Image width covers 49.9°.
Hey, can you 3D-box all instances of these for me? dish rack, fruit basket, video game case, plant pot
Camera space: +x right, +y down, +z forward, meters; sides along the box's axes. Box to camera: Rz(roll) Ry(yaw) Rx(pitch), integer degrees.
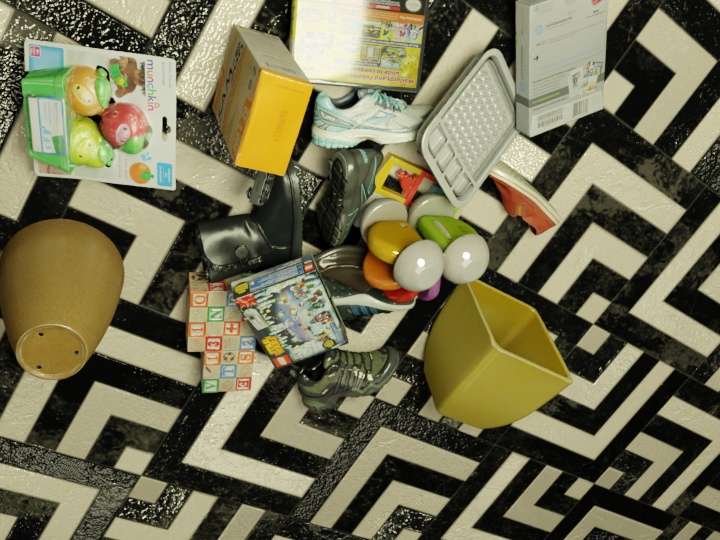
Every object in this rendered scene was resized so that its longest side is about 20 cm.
[{"bbox_3d":[0.164,-0.218,1.179,0.201,0.043,0.172,-52,136,-11],"label":"dish rack"},{"bbox_3d":[-0.346,-0.200,1.032,0.195,0.094,0.189,10,120,1],"label":"fruit basket"},{"bbox_3d":[-0.001,-0.351,1.080,0.195,0.026,0.185,1,108,-18],"label":"video game case"},{"bbox_3d":[-0.435,0.058,1.114,0.182,0.201,0.190,-8,124,-12],"label":"plant pot"},{"bbox_3d":[0.223,0.170,1.397,0.191,0.197,0.201,23,119,-28],"label":"plant pot"}]

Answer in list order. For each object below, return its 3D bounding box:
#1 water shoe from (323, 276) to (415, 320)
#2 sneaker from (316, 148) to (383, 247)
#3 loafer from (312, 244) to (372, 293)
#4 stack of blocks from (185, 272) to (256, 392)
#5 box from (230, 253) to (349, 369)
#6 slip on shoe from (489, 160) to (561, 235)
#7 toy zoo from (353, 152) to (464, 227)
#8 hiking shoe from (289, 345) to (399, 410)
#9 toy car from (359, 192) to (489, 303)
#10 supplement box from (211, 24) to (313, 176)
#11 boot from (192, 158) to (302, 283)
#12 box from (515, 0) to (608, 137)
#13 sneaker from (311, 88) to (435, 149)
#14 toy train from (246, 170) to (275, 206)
[{"bbox_3d":[-0.003,0.045,1.332,0.196,0.073,0.079,6,147,-22],"label":"water shoe"},{"bbox_3d":[-0.014,-0.109,1.198,0.078,0.076,0.202,-21,152,-28],"label":"sneaker"},{"bbox_3d":[0.000,0.000,1.260,0.196,0.073,0.073,-3,81,-28],"label":"loafer"},{"bbox_3d":[-0.233,0.105,1.289,0.112,0.059,0.204,0,121,-17],"label":"stack of blocks"},{"bbox_3d":[-0.108,0.070,1.235,0.134,0.040,0.202,-19,139,3],"label":"box"},{"bbox_3d":[0.264,-0.122,1.299,0.061,0.075,0.199,-44,128,16],"label":"slip on shoe"},{"bbox_3d":[0.074,-0.110,1.275,0.197,0.021,0.133,20,113,-27],"label":"toy zoo"},{"bbox_3d":[-0.026,0.177,1.387,0.196,0.076,0.102,-24,128,0],"label":"hiking shoe"},{"bbox_3d":[0.093,-0.019,1.208,0.196,0.176,0.153,-8,129,-26],"label":"toy car"},{"bbox_3d":[-0.137,-0.230,1.027,0.072,0.201,0.128,9,117,-25],"label":"supplement box"},{"bbox_3d":[-0.174,-0.075,1.185,0.164,0.077,0.203,-10,129,-15],"label":"boot"},{"bbox_3d":[0.308,-0.325,1.183,0.153,0.041,0.204,-23,127,-20],"label":"box"},{"bbox_3d":[0.023,-0.236,1.150,0.195,0.078,0.088,-9,120,-12],"label":"sneaker"},{"bbox_3d":[-0.120,-0.191,1.117,0.033,0.046,0.204,18,91,9],"label":"toy train"}]
